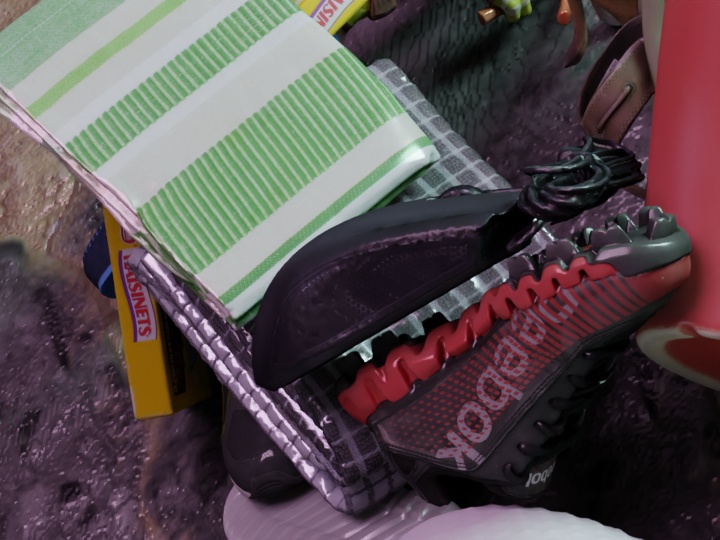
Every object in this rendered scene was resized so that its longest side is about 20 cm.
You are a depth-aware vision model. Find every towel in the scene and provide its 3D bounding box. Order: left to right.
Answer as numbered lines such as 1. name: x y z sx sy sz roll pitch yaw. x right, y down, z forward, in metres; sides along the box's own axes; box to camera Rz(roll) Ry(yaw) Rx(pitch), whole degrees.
1. towel: -0.078 -0.078 1.351 0.152 0.023 0.200 -40 69 -21
2. towel: 0.000 0.000 1.369 0.165 0.086 0.200 -33 66 -18

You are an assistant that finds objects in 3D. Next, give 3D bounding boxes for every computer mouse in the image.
1. computer mouse: 0.027 -0.013 1.247 0.200 0.138 0.053 -30 89 17

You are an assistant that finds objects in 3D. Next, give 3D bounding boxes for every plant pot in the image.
1. plant pot: 0.212 -0.034 1.242 0.200 0.200 0.178 7 75 40

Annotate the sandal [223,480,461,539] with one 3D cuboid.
1. sandal: -0.007 0.137 1.373 0.082 0.050 0.202 -36 25 -17

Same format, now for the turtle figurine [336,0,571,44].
1. turtle figurine: 0.039 -0.180 1.554 0.161 0.064 0.200 -32 46 15

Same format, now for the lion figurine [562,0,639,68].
1. lion figurine: 0.165 -0.165 1.406 0.199 0.122 0.073 -20 50 26

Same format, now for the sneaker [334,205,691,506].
1. sneaker: 0.079 0.044 1.221 0.200 0.071 0.098 -33 81 37

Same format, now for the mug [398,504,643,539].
1. mug: 0.065 0.172 1.195 0.175 0.200 0.148 26 93 50

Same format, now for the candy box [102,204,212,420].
1. candy box: -0.113 -0.025 1.469 0.026 0.102 0.201 -8 92 7

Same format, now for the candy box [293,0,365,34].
1. candy box: -0.012 -0.155 1.454 0.200 0.026 0.102 -46 16 -13

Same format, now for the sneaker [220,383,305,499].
1. sneaker: -0.054 0.034 1.441 0.074 0.085 0.200 -24 37 20

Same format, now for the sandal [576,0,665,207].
1. sandal: 0.134 -0.095 1.361 0.057 0.202 0.080 -5 11 1

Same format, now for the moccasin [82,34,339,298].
1. moccasin: -0.091 -0.073 1.558 0.200 0.080 0.068 -48 68 9
